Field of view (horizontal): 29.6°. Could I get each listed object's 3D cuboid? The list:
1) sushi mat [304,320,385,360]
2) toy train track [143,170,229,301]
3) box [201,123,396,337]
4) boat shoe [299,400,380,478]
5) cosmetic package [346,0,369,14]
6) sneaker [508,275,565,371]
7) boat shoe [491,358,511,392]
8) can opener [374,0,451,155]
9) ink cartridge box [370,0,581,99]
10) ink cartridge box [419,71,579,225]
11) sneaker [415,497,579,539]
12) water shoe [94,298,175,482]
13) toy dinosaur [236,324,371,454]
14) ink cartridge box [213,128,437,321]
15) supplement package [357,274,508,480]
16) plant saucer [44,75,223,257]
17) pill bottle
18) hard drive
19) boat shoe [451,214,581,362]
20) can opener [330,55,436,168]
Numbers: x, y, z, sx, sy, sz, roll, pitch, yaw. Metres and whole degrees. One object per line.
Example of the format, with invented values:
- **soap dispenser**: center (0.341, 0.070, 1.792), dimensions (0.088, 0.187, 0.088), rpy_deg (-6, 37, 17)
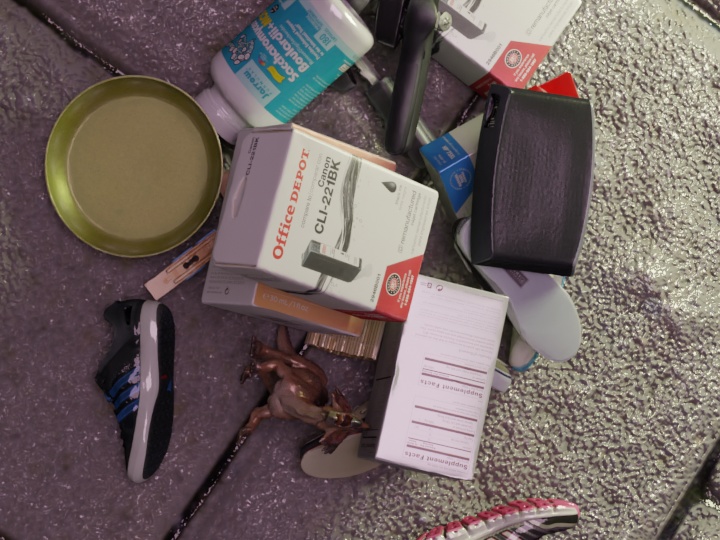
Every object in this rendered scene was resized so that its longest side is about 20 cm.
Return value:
- **sushi mat**: center (0.000, 0.000, 1.561), dimensions (0.095, 0.012, 0.201), rpy_deg (10, 80, 26)
- **toy train track**: center (-0.160, -0.035, 1.546), dimensions (0.200, 0.033, 0.115), rpy_deg (-38, 96, -12)
- **box**: center (-0.066, -0.042, 1.491), dimensions (0.152, 0.106, 0.201), rpy_deg (17, 81, -36)
- **boat shoe**: center (0.021, 0.178, 1.557), dimensions (0.199, 0.071, 0.063), rpy_deg (-19, 49, -9)
- **cosmetic package**: center (-0.027, -0.423, 1.537), dimensions (0.200, 0.166, 0.168), rpy_deg (35, 79, -7)
- **sneaker**: center (0.199, 0.020, 1.608), dimensions (0.080, 0.077, 0.201), rpy_deg (13, 82, 6)
- **boat shoe**: center (0.098, 0.068, 1.575), dimensions (0.200, 0.072, 0.062), rpy_deg (34, 87, -6)
- **can opener**: center (0.056, -0.229, 1.537), dimensions (0.078, 0.063, 0.201), rpy_deg (12, 106, 25)
- **ink cartridge box**: center (0.134, -0.314, 1.607), dimensions (0.200, 0.084, 0.145), rpy_deg (36, 80, -7)
- **ink cartridge box**: center (0.183, -0.130, 1.573), dimensions (0.200, 0.067, 0.116), rpy_deg (-29, 125, -3)
- **sneaker**: center (0.162, 0.322, 1.572), dimensions (0.199, 0.074, 0.088), rpy_deg (-16, 89, -8)
- **water shoe**: center (-0.252, 0.132, 1.506), dimensions (0.079, 0.071, 0.201), rpy_deg (4, 86, 15)
- **toy dinosaur**: center (-0.062, 0.134, 1.505), dimensions (0.135, 0.200, 0.086), rpy_deg (10, 119, -10)
- **ink cartridge box**: center (-0.033, -0.044, 1.387), dimensions (0.200, 0.084, 0.145), rpy_deg (20, 80, -35)
- **supplement package**: center (0.077, 0.118, 1.475), dimensions (0.109, 0.114, 0.201), rpy_deg (14, 81, -8)
- **plant saucer**: center (-0.249, -0.115, 1.512), dimensions (0.199, 0.031, 0.201), rpy_deg (0, 91, 3)
- **pill bottle**: center (-0.090, -0.231, 1.521), dimensions (0.200, 0.111, 0.111), rpy_deg (-41, 95, 10)
- **hard drive**: center (0.193, -0.099, 1.489), dimensions (0.134, 0.042, 0.201), rpy_deg (7, 87, -14)
- **boat shoe**: center (0.172, 0.020, 1.541), dimensions (0.199, 0.068, 0.074), rpy_deg (45, 83, -10)
- **can opener**: center (0.020, -0.202, 1.597), dimensions (0.066, 0.053, 0.200), rpy_deg (-38, 93, 22)
